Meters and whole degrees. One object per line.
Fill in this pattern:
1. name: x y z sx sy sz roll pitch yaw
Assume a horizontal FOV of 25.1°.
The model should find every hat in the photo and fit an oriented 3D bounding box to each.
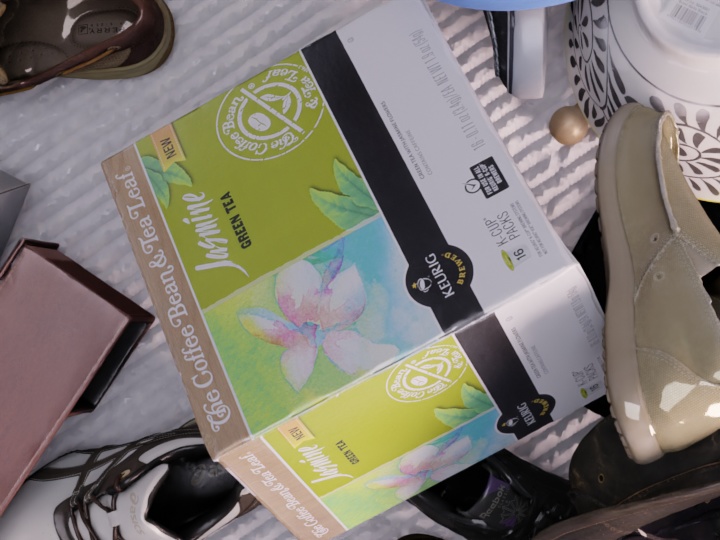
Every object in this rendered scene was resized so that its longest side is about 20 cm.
1. hat: 0.166 0.105 0.815 0.200 0.201 0.081 -11 61 4

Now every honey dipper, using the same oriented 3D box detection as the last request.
1. honey dipper: 0.182 -0.147 0.921 0.038 0.038 0.200 45 98 3

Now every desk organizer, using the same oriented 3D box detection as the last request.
1. desk organizer: -0.208 0.086 0.925 0.077 0.072 0.200 34 91 5

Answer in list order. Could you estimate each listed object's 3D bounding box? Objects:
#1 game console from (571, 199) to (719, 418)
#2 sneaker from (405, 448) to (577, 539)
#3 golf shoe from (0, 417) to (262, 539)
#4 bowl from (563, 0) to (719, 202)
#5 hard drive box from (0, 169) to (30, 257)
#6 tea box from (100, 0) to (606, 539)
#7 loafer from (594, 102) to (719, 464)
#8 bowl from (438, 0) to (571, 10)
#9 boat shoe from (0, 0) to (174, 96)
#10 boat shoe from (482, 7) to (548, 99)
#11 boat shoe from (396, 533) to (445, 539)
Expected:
1. game console: 0.224 0.017 0.925 0.176 0.116 0.200 27 94 -27
2. sneaker: 0.084 0.138 0.901 0.200 0.088 0.076 29 92 3
3. golf shoe: -0.137 0.133 0.915 0.200 0.094 0.078 -26 90 6
4. bowl: 0.193 -0.142 0.846 0.200 0.094 0.201 -3 80 21
5. hard drive box: -0.315 -0.020 0.922 0.200 0.077 0.156 27 103 4
6. tea box: 0.000 0.000 0.844 0.197 0.134 0.200 -30 55 4
7. loafer: 0.153 0.002 0.783 0.068 0.076 0.200 -7 55 15
8. bowl: 0.087 -0.228 0.837 0.200 0.039 0.201 -8 62 15
9. boat shoe: -0.210 -0.132 0.927 0.200 0.072 0.072 -4 90 5
10. boat shoe: 0.065 -0.191 0.907 0.068 0.072 0.200 -8 86 5
11. boat shoe: 0.032 0.204 0.856 0.073 0.200 0.065 22 107 2
